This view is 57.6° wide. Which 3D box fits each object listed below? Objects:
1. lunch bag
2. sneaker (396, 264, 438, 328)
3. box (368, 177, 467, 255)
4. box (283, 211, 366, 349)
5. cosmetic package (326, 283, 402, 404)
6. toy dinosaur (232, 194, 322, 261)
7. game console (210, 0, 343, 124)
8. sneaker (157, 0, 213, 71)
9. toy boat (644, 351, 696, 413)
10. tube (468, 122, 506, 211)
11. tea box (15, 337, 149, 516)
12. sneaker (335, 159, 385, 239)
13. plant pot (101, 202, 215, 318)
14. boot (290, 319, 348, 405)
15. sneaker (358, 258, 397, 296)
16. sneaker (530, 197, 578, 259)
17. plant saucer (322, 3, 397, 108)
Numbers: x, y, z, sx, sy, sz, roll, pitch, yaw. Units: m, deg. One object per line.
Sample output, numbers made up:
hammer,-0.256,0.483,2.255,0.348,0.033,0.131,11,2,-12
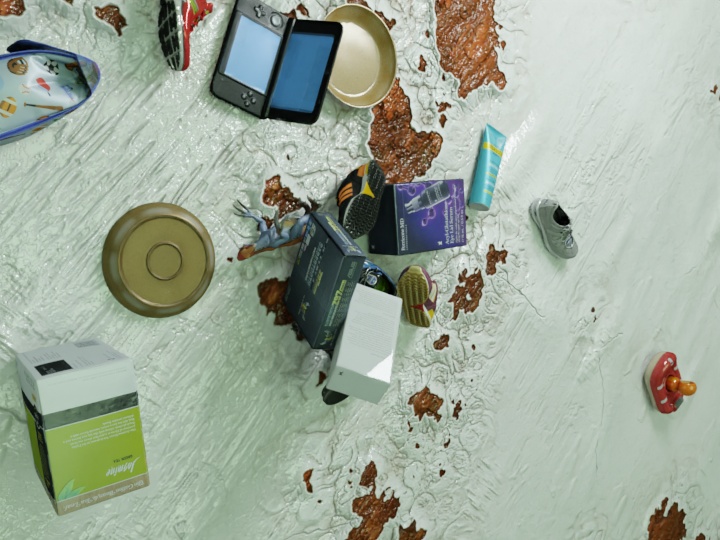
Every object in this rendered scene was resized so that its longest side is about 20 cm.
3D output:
lunch bag,-0.483,-0.254,0.929,0.199,0.169,0.125,-28,113,-28
sneaker,0.125,0.036,1.398,0.201,0.074,0.091,80,26,-52
box,0.119,-0.115,1.395,0.198,0.104,0.150,-11,100,-34
box,-0.070,0.018,1.196,0.051,0.158,0.201,2,121,-32
cosmetic package,0.010,0.128,1.182,0.101,0.072,0.201,19,44,-6
toy dinosaur,-0.144,-0.061,1.218,0.182,0.105,0.200,-51,120,-17
game console,-0.150,-0.383,1.181,0.175,0.116,0.202,20,82,-34
sneaker,-0.289,-0.437,1.107,0.084,0.077,0.202,0,94,-40
toy boat,0.954,0.344,1.991,0.130,0.130,0.201,-38,113,-27
tube,0.302,-0.242,1.552,0.077,0.050,0.202,25,74,-41
tea box,-0.421,0.223,0.986,0.133,0.199,0.199,-10,100,-34
sneaker,-0.015,-0.129,1.280,0.070,0.089,0.201,47,45,-30
plant pot,-0.340,-0.017,1.130,0.198,0.027,0.202,-4,96,-35
boot,-0.064,0.147,1.257,0.200,0.173,0.070,-46,156,-37
sneaker,0.000,0.000,1.322,0.199,0.089,0.079,30,88,-29
sneaker,0.512,-0.101,1.681,0.200,0.082,0.075,47,68,-28
plant saucer,-0.014,-0.428,1.320,0.199,0.035,0.203,-3,96,-34
